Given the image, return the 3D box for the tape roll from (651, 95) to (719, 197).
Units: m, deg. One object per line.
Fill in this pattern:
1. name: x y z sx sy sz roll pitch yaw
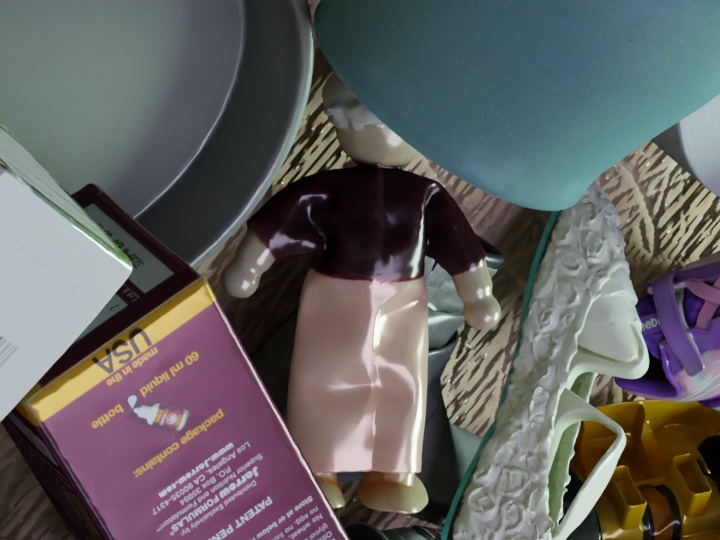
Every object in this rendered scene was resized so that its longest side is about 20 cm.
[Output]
1. tape roll: 0.207 -0.130 1.391 0.200 0.066 0.201 -24 136 -25

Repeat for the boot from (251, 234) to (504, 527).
1. boot: 0.032 0.042 1.390 0.200 0.070 0.132 20 104 -53

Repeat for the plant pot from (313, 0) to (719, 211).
1. plant pot: 0.083 -0.135 1.188 0.200 0.200 0.188 13 122 -47

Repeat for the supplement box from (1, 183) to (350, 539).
1. supplement box: -0.076 0.080 1.190 0.086 0.110 0.200 -35 124 -11

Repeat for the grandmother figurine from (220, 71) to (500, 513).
1. grandmother figurine: 0.000 0.000 1.285 0.121 0.061 0.201 4 97 -23

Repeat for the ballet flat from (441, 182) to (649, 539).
1. ballet flat: 0.099 0.058 1.398 0.072 0.072 0.201 39 66 -51

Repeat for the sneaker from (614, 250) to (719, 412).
1. sneaker: 0.183 0.019 1.452 0.088 0.081 0.200 1 158 -23

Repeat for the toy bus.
1. toy bus: 0.149 0.196 1.521 0.135 0.200 0.192 -8 135 -21

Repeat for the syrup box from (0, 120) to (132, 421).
1. syrup box: -0.172 -0.041 1.025 0.081 0.200 0.079 -48 141 1

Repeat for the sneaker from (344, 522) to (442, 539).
1. sneaker: 0.004 0.215 1.466 0.088 0.074 0.200 4 119 -44

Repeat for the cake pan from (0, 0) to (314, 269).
1. cake pan: -0.111 -0.064 1.189 0.200 0.037 0.201 -24 137 -25
